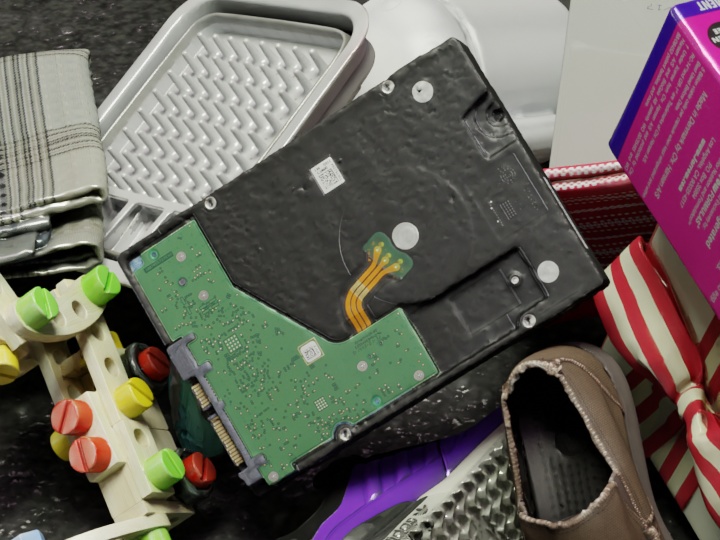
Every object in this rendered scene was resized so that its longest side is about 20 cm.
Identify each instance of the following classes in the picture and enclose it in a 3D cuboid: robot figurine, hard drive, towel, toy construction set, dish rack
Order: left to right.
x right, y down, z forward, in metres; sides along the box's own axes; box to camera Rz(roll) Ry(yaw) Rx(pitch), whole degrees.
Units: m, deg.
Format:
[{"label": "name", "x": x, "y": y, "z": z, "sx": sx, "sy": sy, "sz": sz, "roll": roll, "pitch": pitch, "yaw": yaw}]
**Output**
[{"label": "towel", "x": -0.235, "y": -0.056, "z": 1.072, "sx": 0.192, "sy": 0.035, "sz": 0.200, "roll": -9, "pitch": 39, "yaw": -5}, {"label": "toy construction set", "x": -0.145, "y": 0.079, "z": 0.971, "sx": 0.092, "sy": 0.131, "sz": 0.200, "roll": -19, "pitch": 75, "yaw": 28}, {"label": "dish rack", "x": -0.086, "y": -0.067, "z": 1.082, "sx": 0.171, "sy": 0.044, "sz": 0.200, "roll": 14, "pitch": 64, "yaw": 48}, {"label": "hard drive", "x": 0.000, "y": 0.000, "z": 0.945, "sx": 0.200, "sy": 0.038, "sz": 0.140, "roll": -33, "pitch": 82, "yaw": 10}, {"label": "robot figurine", "x": 0.061, "y": -0.116, "z": 1.204, "sx": 0.200, "sy": 0.113, "sz": 0.170, "roll": -8, "pitch": 33, "yaw": -39}, {"label": "towel", "x": 0.130, "y": -0.012, "z": 1.028, "sx": 0.144, "sy": 0.200, "sz": 0.023, "roll": -6, "pitch": 70, "yaw": 20}]

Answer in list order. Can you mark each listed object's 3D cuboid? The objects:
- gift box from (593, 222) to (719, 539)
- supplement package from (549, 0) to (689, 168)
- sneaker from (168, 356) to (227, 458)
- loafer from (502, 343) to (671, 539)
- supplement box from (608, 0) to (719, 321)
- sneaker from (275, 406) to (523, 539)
[{"label": "gift box", "x": 0.227, "y": 0.059, "z": 0.959, "sx": 0.186, "sy": 0.200, "sz": 0.185, "roll": -15, "pitch": 54, "yaw": -22}, {"label": "supplement package", "x": 0.207, "y": -0.111, "z": 1.135, "sx": 0.151, "sy": 0.151, "sz": 0.200, "roll": 10, "pitch": 15, "yaw": 15}, {"label": "sneaker", "x": -0.055, "y": 0.026, "z": 1.091, "sx": 0.091, "sy": 0.078, "sz": 0.200, "roll": 5, "pitch": 41, "yaw": 2}, {"label": "loafer", "x": 0.101, "y": 0.127, "z": 0.891, "sx": 0.073, "sy": 0.071, "sz": 0.200, "roll": -27, "pitch": 68, "yaw": 24}, {"label": "supplement box", "x": 0.205, "y": -0.019, "z": 0.832, "sx": 0.101, "sy": 0.103, "sz": 0.200, "roll": -17, "pitch": 61, "yaw": -22}, {"label": "sneaker", "x": 0.028, "y": 0.111, "z": 0.985, "sx": 0.099, "sy": 0.070, "sz": 0.200, "roll": 12, "pitch": 32, "yaw": 40}]
